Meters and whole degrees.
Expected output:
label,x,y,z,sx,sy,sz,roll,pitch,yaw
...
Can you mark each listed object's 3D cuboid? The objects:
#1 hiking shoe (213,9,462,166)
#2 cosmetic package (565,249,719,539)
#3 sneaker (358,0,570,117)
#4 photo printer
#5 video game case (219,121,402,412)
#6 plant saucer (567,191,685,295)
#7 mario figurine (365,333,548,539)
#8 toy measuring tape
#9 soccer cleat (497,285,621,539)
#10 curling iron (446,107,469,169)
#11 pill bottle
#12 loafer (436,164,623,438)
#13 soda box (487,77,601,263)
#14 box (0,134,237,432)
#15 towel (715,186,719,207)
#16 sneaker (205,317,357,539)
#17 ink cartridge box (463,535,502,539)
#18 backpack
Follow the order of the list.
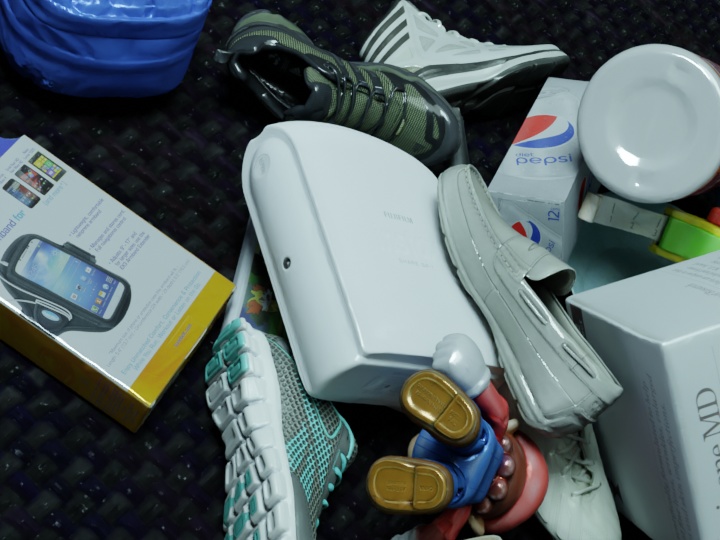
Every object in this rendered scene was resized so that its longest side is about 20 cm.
label,x,y,z,sx,sy,sz,roll,pitch,yaw
hiking shoe,-0.018,-0.123,0.997,0.197,0.076,0.101,23,27,-1
cosmetic package,0.270,0.081,0.889,0.197,0.165,0.167,-17,101,-10
sneaker,0.085,-0.192,1.120,0.198,0.076,0.116,-16,68,-35
photo printer,0.007,-0.009,0.895,0.165,0.069,0.202,12,50,-45
video game case,0.000,0.000,0.968,0.180,0.022,0.202,23,50,-15
plant saucer,0.243,0.028,1.077,0.198,0.039,0.203,15,51,-19
mario figurine,0.046,0.118,0.825,0.107,0.123,0.200,59,6,22
toy measuring tape,0.260,-0.021,1.035,0.198,0.073,0.074,15,50,-35
soccer cleat,0.135,0.107,0.917,0.069,0.077,0.202,-10,70,-45
curling iron,0.082,-0.054,1.009,0.025,0.050,0.202,13,45,-14
pill bottle,0.244,-0.113,1.028,0.115,0.114,0.199,50,21,11
loafer,0.111,0.011,0.879,0.070,0.069,0.202,15,47,-61
soda box,0.156,-0.081,1.058,0.062,0.069,0.201,9,37,19
box,-0.191,0.000,0.845,0.199,0.042,0.120,34,47,-1
towel,0.337,-0.089,1.093,0.021,0.200,0.149,-3,97,-4
sneaker,-0.038,0.122,0.823,0.090,0.078,0.203,10,55,-29
ink cartridge box,-0.030,0.216,0.694,0.197,0.165,0.076,-5,62,-32
backpack,-0.192,-0.233,0.930,0.160,0.168,0.203,-4,63,-24
